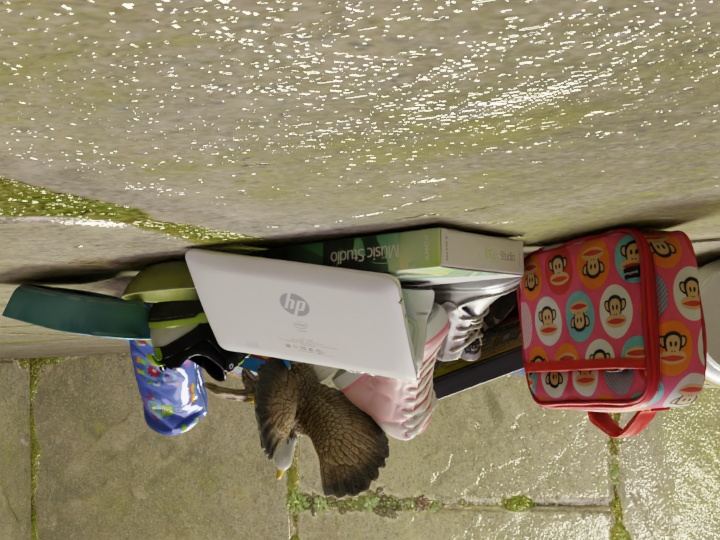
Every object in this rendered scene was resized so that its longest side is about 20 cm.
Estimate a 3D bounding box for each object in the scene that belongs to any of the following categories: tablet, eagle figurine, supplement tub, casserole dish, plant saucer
[{"bbox_3d":[-0.051,0.040,0.938,0.197,0.014,0.131,7,137,20],"label":"tablet"},{"bbox_3d":[-0.066,0.157,1.167,0.150,0.153,0.200,-19,-172,-22],"label":"eagle figurine"},{"bbox_3d":[0.419,0.061,1.229,0.142,0.147,0.200,-3,174,4],"label":"supplement tub"},{"bbox_3d":[-0.295,0.042,1.135,0.120,0.039,0.199,9,178,-40],"label":"casserole dish"},{"bbox_3d":[-0.137,0.010,1.069,0.197,0.032,0.200,-2,175,0],"label":"plant saucer"}]

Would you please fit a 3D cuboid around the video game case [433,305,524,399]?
[{"bbox_3d":[0.162,0.073,1.208,0.198,0.026,0.181,-24,-168,27],"label":"video game case"}]

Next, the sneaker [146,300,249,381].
[{"bbox_3d":[-0.145,0.075,1.144,0.198,0.084,0.071,2,174,-43],"label":"sneaker"}]

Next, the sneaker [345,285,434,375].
[{"bbox_3d":[-0.013,0.059,1.024,0.074,0.082,0.199,0,176,-42],"label":"sneaker"}]

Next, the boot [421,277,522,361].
[{"bbox_3d":[0.111,0.041,1.082,0.073,0.097,0.200,-18,-177,-22],"label":"boot"}]

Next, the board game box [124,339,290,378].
[{"bbox_3d":[-0.200,0.091,1.405,0.198,0.057,0.196,20,169,-13],"label":"board game box"}]

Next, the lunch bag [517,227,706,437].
[{"bbox_3d":[0.221,0.059,0.965,0.081,0.179,0.200,-1,174,-23],"label":"lunch bag"}]

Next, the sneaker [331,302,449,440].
[{"bbox_3d":[0.054,0.107,1.095,0.075,0.105,0.200,-44,-177,-35],"label":"sneaker"}]

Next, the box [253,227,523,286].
[{"bbox_3d":[0.025,-0.006,0.952,0.198,0.037,0.144,-8,172,36],"label":"box"}]

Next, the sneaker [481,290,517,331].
[{"bbox_3d":[0.110,0.030,1.265,0.199,0.075,0.084,-18,-167,43],"label":"sneaker"}]

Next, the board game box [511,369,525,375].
[{"bbox_3d":[0.173,0.070,1.332,0.135,0.035,0.199,-43,-160,-27],"label":"board game box"}]

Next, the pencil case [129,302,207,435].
[{"bbox_3d":[-0.221,0.107,1.256,0.086,0.078,0.202,20,137,18],"label":"pencil case"}]
